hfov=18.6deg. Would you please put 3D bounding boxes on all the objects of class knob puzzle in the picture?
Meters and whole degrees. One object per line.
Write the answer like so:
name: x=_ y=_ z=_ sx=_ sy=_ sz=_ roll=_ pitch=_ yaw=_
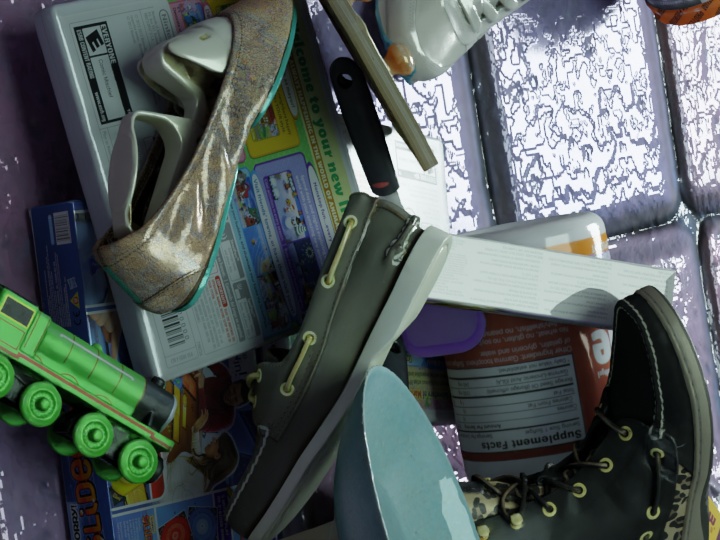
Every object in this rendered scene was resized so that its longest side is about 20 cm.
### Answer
knob puzzle: x=-0.002 y=-0.146 z=1.230 sx=0.220 sy=0.030 sz=0.220 roll=60 pitch=2 yaw=-3

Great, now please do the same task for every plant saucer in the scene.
plant saucer: x=0.025 y=0.149 z=1.121 sx=0.201 sy=0.039 sz=0.202 roll=-20 pitch=90 yaw=-77

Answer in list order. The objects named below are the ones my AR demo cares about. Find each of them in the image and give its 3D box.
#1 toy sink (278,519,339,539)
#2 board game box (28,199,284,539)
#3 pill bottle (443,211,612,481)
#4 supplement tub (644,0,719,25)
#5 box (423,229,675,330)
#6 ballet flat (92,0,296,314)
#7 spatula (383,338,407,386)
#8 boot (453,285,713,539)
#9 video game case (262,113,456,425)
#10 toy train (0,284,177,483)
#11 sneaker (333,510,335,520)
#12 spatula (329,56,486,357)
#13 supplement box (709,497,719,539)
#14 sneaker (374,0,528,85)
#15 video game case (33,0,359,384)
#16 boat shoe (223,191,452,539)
toy sink: x=-0.072 y=0.230 z=1.127 sx=0.112 sy=0.199 sz=0.131 roll=-81 pitch=147 yaw=-67
board game box: x=-0.107 y=0.059 z=1.186 sx=0.135 sy=0.034 sz=0.201 roll=-6 pitch=90 yaw=-52
pill bottle: x=0.111 y=0.071 z=1.347 sx=0.112 sy=0.112 sz=0.201 roll=-15 pitch=95 yaw=-51
supplement tub: x=0.208 y=-0.280 z=1.555 sx=0.200 sy=0.122 sz=0.123 roll=55 pitch=47 yaw=-28
box: x=0.087 y=0.006 z=1.251 sx=0.199 sy=0.039 sz=0.042 roll=7 pitch=86 yaw=-28
ballet flat: x=-0.086 y=-0.076 z=1.119 sx=0.067 sy=0.068 sz=0.201 roll=31 pitch=59 yaw=-28
spatula: x=0.017 y=0.128 z=1.241 sx=0.056 sy=0.021 sz=0.201 roll=14 pitch=66 yaw=-28
boot: x=0.119 y=0.116 z=1.251 sx=0.150 sy=0.073 sz=0.201 roll=-12 pitch=119 yaw=-14
video game case: x=0.000 y=0.000 z=1.311 sx=0.200 sy=0.024 sz=0.183 roll=8 pitch=76 yaw=-58
toy train: x=-0.170 y=0.042 z=1.075 sx=0.200 sy=0.042 sz=0.057 roll=34 pitch=70 yaw=-28
sneaker: x=0.003 y=0.168 z=1.287 sx=0.200 sy=0.075 sz=0.089 roll=-42 pitch=111 yaw=-56
spatula: x=0.022 y=-0.035 z=1.266 sx=0.201 sy=0.056 sz=0.021 roll=67 pitch=29 yaw=-30
supplement box: x=0.155 y=0.222 z=1.430 sx=0.131 sy=0.103 sz=0.201 roll=50 pitch=49 yaw=-33
sneaker: x=0.077 y=-0.193 z=1.415 sx=0.200 sy=0.080 sz=0.077 roll=-53 pitch=126 yaw=-39
video game case: x=-0.076 y=-0.057 z=1.185 sx=0.182 sy=0.022 sz=0.201 roll=-19 pitch=94 yaw=-45
boat shoe: x=-0.023 y=0.054 z=1.170 sx=0.202 sy=0.060 sz=0.072 roll=-61 pitch=172 yaw=12
